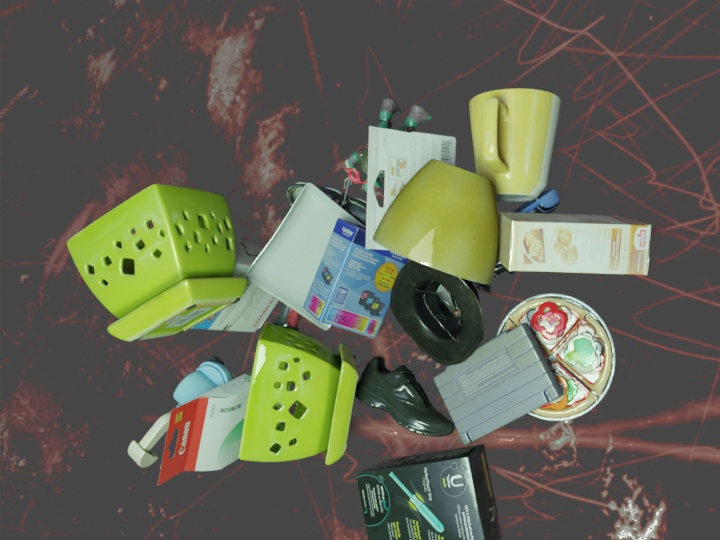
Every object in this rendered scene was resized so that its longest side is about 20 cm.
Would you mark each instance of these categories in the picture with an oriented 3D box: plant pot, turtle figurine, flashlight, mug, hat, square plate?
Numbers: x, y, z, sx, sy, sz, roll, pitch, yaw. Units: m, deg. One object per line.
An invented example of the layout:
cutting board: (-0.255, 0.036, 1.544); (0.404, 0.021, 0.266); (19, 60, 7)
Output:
plant pot: (-0.308, -0.004, 1.110); (0.197, 0.198, 0.186); (-28, 80, 20)
plant pot: (0.132, -0.083, 1.055); (0.196, 0.199, 0.146); (24, 100, 24)
plant pot: (-0.102, 0.215, 1.207); (0.176, 0.199, 0.207); (9, 94, -4)
turtle figurine: (0.045, -0.201, 1.241); (0.146, 0.101, 0.205); (23, 83, 9)
flashlight: (-0.113, 0.058, 1.312); (0.067, 0.067, 0.206); (25, 101, 50)
mug: (0.231, -0.196, 1.113); (0.148, 0.182, 0.158); (-1, 86, 61)
hat: (0.143, 0.053, 1.168); (0.198, 0.080, 0.205); (27, 135, 31)
square plate: (-0.079, -0.023, 1.249); (0.202, 0.196, 0.028); (-54, 26, 3)

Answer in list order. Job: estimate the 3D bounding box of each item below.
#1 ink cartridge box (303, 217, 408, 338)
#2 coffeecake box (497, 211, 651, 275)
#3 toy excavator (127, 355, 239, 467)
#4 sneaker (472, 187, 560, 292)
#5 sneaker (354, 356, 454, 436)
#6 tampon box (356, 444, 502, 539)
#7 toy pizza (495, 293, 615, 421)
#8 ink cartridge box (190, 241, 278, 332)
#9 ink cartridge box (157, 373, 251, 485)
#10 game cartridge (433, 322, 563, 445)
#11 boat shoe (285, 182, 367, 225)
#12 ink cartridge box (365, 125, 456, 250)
ink cartridge box: (0.000, 0.000, 1.215); (0.076, 0.134, 0.205); (26, 96, 52)
coffeecake box: (0.307, -0.043, 1.039); (0.193, 0.154, 0.076); (2, 99, 2)
toy excavator: (-0.331, 0.266, 1.316); (0.099, 0.199, 0.198); (34, 99, 23)
sneaker: (0.260, -0.049, 1.153); (0.199, 0.070, 0.078); (-39, 93, 11)
sneaker: (0.079, 0.218, 1.205); (0.196, 0.076, 0.093); (26, 92, 23)
tampon box: (0.115, 0.386, 1.144); (0.195, 0.126, 0.155); (-14, 80, 21)
toy pizza: (0.310, 0.140, 1.127); (0.195, 0.032, 0.207); (-2, 85, 24)
ink cartridge box: (-0.234, 0.031, 1.293); (0.084, 0.199, 0.147); (42, 102, 23)
ink cartridge box: (-0.271, 0.296, 1.268); (0.049, 0.199, 0.165); (23, 111, 23)
game cartridge: (0.221, 0.187, 1.142); (0.199, 0.038, 0.132); (-37, 67, 33)
boat shoe: (-0.053, -0.113, 1.297); (0.195, 0.060, 0.078); (16, 92, 25)
ink cartridge box: (0.079, -0.132, 1.182); (0.044, 0.171, 0.207); (180, 93, -65)
